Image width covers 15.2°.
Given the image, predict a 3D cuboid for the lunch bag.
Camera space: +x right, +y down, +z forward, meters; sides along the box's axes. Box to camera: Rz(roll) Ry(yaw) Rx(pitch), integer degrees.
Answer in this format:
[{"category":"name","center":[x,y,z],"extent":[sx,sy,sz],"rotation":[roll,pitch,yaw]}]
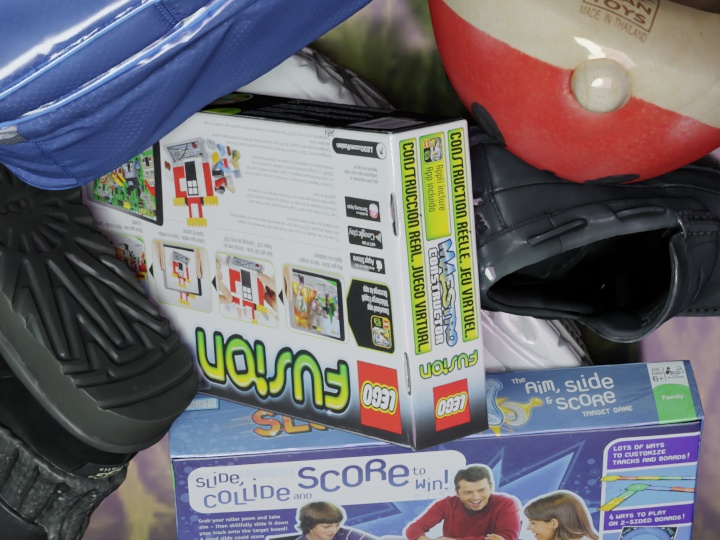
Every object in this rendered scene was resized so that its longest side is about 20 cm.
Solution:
[{"category":"lunch bag","center":[-0.081,-0.131,0.911],"extent":[0.200,0.132,0.136],"rotation":[-34,77,5]}]

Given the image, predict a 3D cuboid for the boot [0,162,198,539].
[{"category":"boot","center":[-0.164,0.026,1.030],"extent":[0.212,0.079,0.158],"rotation":[56,131,19]}]

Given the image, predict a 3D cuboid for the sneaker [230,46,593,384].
[{"category":"sneaker","center":[0.000,0.000,1.035],"extent":[0.099,0.078,0.200],"rotation":[-38,100,8]}]

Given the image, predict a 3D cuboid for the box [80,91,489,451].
[{"category":"box","center":[-0.034,-0.006,0.977],"extent":[0.035,0.200,0.111],"rotation":[-14,105,-36]}]

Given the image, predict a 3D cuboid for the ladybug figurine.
[{"category":"ladybug figurine","center":[0.080,-0.083,0.962],"extent":[0.135,0.200,0.072],"rotation":[26,110,-1]}]

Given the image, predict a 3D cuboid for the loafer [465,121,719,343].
[{"category":"loafer","center":[0.096,-0.003,0.997],"extent":[0.200,0.071,0.068],"rotation":[10,134,-44]}]

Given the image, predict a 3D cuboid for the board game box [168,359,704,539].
[{"category":"board game box","center":[0.028,0.101,1.044],"extent":[0.199,0.035,0.136],"rotation":[-3,131,-3]}]
